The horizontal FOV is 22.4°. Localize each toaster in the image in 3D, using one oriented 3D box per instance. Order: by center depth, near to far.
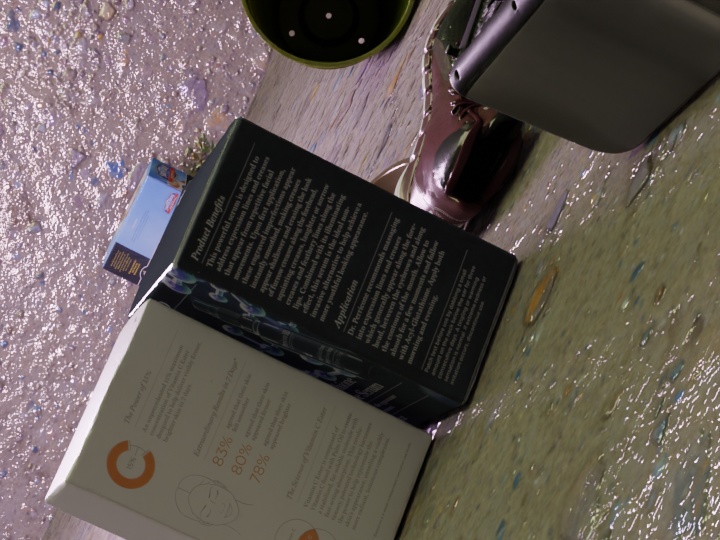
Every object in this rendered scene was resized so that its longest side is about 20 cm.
[{"bbox_3d":[0.149,-0.188,0.973,0.200,0.118,0.182,-49,19,58],"label":"toaster"}]

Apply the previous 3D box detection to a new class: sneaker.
[{"bbox_3d":[0.089,-0.117,1.278,0.115,0.075,0.201,153,132,-65],"label":"sneaker"}]

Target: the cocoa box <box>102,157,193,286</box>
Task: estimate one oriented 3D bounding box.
[{"bbox_3d":[-0.369,-0.079,3.313,0.201,0.131,0.133,-62,10,15],"label":"cocoa box"}]

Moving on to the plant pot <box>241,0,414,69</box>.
[{"bbox_3d":[-0.036,-0.316,2.102,0.193,0.199,0.201,90,-155,-85],"label":"plant pot"}]

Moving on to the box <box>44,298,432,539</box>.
[{"bbox_3d":[-0.076,0.124,1.130,0.125,0.199,0.097,-67,11,-21],"label":"box"}]

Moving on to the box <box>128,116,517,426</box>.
[{"bbox_3d":[-0.027,0.011,1.152,0.108,0.199,0.148,-67,10,-20],"label":"box"}]

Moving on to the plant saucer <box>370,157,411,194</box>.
[{"bbox_3d":[0.000,0.000,1.443,0.200,0.029,0.200,-48,20,23],"label":"plant saucer"}]
